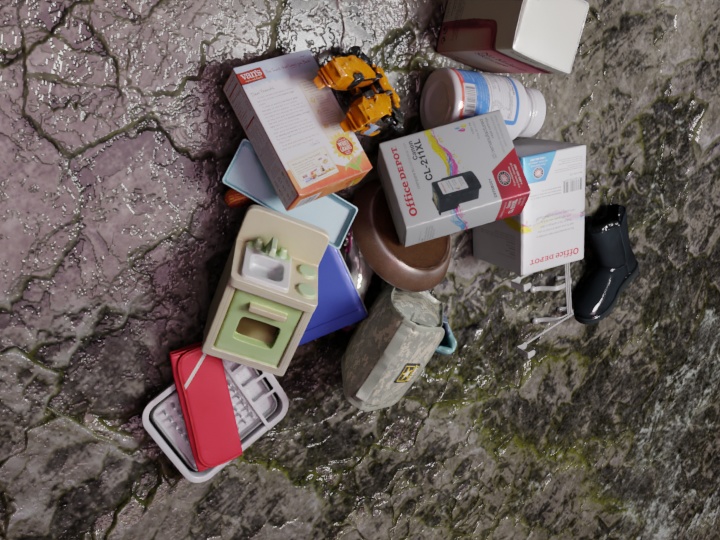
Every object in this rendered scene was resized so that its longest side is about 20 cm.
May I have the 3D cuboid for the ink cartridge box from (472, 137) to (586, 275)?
[{"bbox_3d":[0.292,-0.116,1.314,0.145,0.146,0.203,-13,110,-27],"label":"ink cartridge box"}]

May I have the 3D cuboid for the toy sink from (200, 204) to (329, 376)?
[{"bbox_3d":[-0.134,0.033,1.070,0.129,0.113,0.202,19,120,-15],"label":"toy sink"}]

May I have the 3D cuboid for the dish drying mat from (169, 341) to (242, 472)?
[{"bbox_3d":[-0.230,0.205,1.128,0.076,0.018,0.203,-18,112,-25],"label":"dish drying mat"}]

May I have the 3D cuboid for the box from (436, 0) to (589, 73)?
[{"bbox_3d":[0.233,-0.379,1.175,0.126,0.199,0.111,11,98,-31],"label":"box"}]

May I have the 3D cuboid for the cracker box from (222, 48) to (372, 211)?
[{"bbox_3d":[-0.089,-0.201,1.058,0.133,0.058,0.202,-24,84,-33],"label":"cracker box"}]

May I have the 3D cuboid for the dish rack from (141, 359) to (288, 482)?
[{"bbox_3d":[-0.226,0.212,1.168,0.199,0.043,0.173,-38,120,-16],"label":"dish rack"}]

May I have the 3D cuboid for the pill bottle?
[{"bbox_3d":[0.206,-0.269,1.243,0.197,0.112,0.114,0,104,-30],"label":"pill bottle"}]

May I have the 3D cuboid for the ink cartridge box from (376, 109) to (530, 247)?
[{"bbox_3d":[0.137,-0.139,1.144,0.197,0.083,0.148,-16,74,-4],"label":"ink cartridge box"}]

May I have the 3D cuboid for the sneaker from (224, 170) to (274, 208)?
[{"bbox_3d":[-0.125,-0.160,1.120,0.199,0.073,0.078,-36,94,-18],"label":"sneaker"}]

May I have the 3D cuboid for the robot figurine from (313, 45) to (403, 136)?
[{"bbox_3d":[0.003,-0.259,1.098,0.058,0.200,0.146,-30,93,21],"label":"robot figurine"}]

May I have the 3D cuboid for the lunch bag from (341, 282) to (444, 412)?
[{"bbox_3d":[0.049,0.118,1.174,0.117,0.200,0.165,32,107,-3],"label":"lunch bag"}]

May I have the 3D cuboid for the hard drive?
[{"bbox_3d":[-0.087,0.007,1.155,0.130,0.025,0.202,-22,109,9],"label":"hard drive"}]

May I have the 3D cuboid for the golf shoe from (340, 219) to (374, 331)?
[{"bbox_3d":[0.000,0.000,1.223,0.090,0.075,0.204,-6,108,-33],"label":"golf shoe"}]

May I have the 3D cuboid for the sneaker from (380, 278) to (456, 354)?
[{"bbox_3d":[0.110,0.066,1.295,0.078,0.086,0.201,-43,120,-13],"label":"sneaker"}]

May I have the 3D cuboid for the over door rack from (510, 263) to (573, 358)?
[{"bbox_3d":[0.338,0.050,1.424,0.199,0.066,0.150,-31,119,-43],"label":"over door rack"}]

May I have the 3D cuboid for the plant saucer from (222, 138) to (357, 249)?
[{"bbox_3d":[-0.100,-0.107,1.080,0.198,0.019,0.071,30,80,-21],"label":"plant saucer"}]

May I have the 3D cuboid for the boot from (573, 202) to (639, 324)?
[{"bbox_3d":[0.472,-0.016,1.485,0.200,0.076,0.169,-42,124,-21],"label":"boot"}]

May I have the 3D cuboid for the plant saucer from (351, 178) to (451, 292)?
[{"bbox_3d":[0.076,-0.065,1.204,0.198,0.034,0.203,18,58,-30],"label":"plant saucer"}]
